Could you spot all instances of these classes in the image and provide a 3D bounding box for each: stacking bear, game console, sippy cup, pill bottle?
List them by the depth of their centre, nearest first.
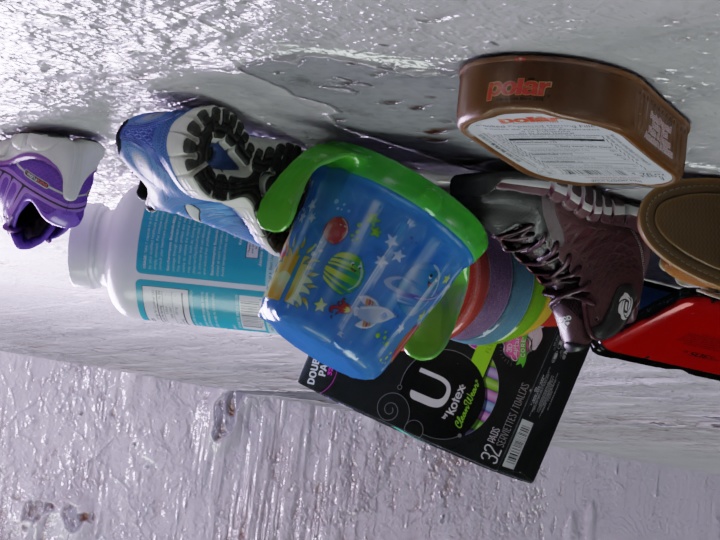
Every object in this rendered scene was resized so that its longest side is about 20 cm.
[{"bbox_3d":[0.000,0.000,1.490,0.177,0.131,0.140,33,168,-9],"label":"sippy cup"},{"bbox_3d":[0.108,0.005,1.686,0.113,0.122,0.200,9,-176,39],"label":"stacking bear"},{"bbox_3d":[-0.130,-0.011,1.724,0.199,0.111,0.111,6,172,7],"label":"pill bottle"},{"bbox_3d":[0.277,0.022,1.811,0.199,0.119,0.172,12,149,-37],"label":"game console"}]

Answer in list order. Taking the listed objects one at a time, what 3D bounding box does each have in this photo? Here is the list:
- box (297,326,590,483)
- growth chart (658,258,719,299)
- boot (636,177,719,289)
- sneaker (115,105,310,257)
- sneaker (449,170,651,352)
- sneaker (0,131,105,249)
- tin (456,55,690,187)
[{"bbox_3d":[0.075,0.076,1.855,0.199,0.149,0.124,23,177,22],"label":"box"},{"bbox_3d":[0.316,0.021,1.650,0.144,0.018,0.200,5,-165,-23],"label":"growth chart"},{"bbox_3d":[0.254,-0.015,1.533,0.199,0.074,0.155,13,174,-22],"label":"boot"},{"bbox_3d":[-0.102,-0.068,1.491,0.089,0.079,0.200,10,166,29],"label":"sneaker"},{"bbox_3d":[0.142,-0.003,1.542,0.199,0.116,0.076,13,169,-38],"label":"sneaker"},{"bbox_3d":[-0.261,-0.055,1.629,0.080,0.084,0.200,11,171,-26],"label":"sneaker"},{"bbox_3d":[0.129,-0.085,1.280,0.111,0.042,0.200,-2,168,25],"label":"tin"}]
